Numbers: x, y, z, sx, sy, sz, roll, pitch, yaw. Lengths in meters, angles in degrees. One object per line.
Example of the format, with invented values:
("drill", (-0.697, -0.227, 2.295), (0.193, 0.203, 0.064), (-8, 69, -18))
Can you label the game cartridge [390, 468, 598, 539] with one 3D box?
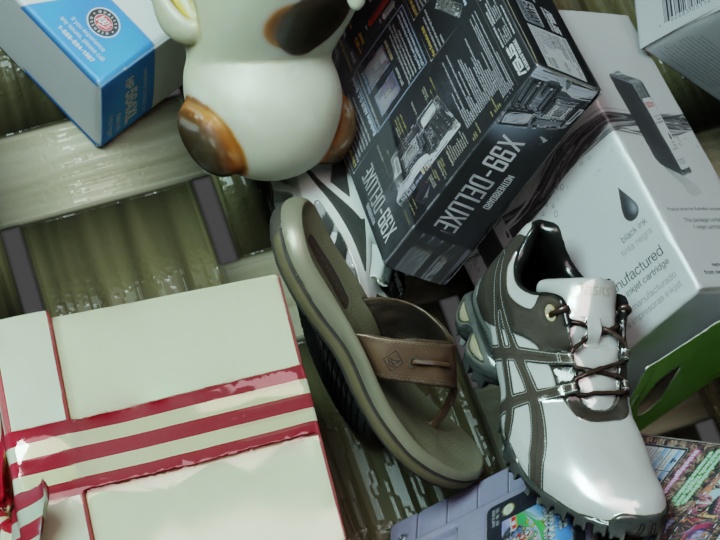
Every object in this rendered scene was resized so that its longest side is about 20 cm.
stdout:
("game cartridge", (0.068, 0.177, 1.058), (0.038, 0.129, 0.201), (48, 22, -21))

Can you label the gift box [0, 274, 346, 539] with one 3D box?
("gift box", (-0.120, 0.107, 1.075), (0.185, 0.201, 0.186), (-12, 60, -10))

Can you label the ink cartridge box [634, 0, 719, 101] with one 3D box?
("ink cartridge box", (0.258, -0.191, 1.265), (0.199, 0.083, 0.177), (26, 53, -42))

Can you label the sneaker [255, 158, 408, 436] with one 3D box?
("sneaker", (0.000, 0.000, 1.206), (0.088, 0.074, 0.202), (-13, 66, -10))

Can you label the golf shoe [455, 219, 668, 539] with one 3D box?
("golf shoe", (0.113, 0.055, 1.071), (0.077, 0.095, 0.201), (0, 40, -31))

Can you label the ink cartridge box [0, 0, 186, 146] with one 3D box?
("ink cartridge box", (-0.139, -0.201, 1.285), (0.200, 0.085, 0.146), (-39, 74, -23))

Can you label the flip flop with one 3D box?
("flip flop", (0.019, 0.039, 1.109), (0.057, 0.081, 0.201), (-28, 108, 12))

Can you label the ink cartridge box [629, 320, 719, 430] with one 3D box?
("ink cartridge box", (0.248, 0.064, 1.161), (0.199, 0.148, 0.076), (-30, 71, -18))

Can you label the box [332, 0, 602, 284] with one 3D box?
("box", (0.048, -0.117, 1.183), (0.049, 0.158, 0.201), (16, 35, -32))

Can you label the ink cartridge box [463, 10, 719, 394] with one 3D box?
("ink cartridge box", (0.134, -0.034, 1.190), (0.083, 0.144, 0.201), (0, 57, -44))

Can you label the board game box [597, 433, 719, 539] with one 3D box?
("board game box", (0.176, 0.182, 1.057), (0.160, 0.199, 0.097), (-47, 114, -23))

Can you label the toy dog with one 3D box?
("toy dog", (-0.045, -0.152, 1.159), (0.139, 0.202, 0.193), (-15, 37, -38))
